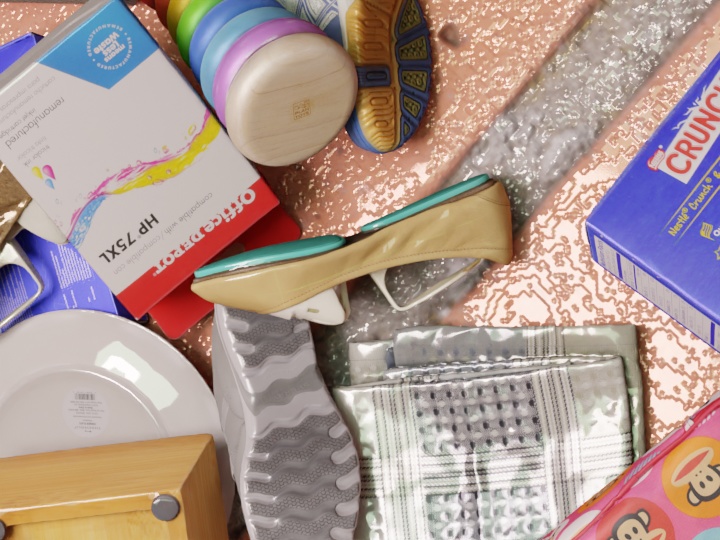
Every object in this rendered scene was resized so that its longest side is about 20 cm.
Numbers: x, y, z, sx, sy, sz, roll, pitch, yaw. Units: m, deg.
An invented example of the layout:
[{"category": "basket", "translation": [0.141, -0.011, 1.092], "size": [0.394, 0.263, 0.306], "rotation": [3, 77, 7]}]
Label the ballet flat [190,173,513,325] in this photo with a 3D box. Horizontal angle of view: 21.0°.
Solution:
[{"category": "ballet flat", "translation": [0.000, 0.000, 1.161], "size": [0.199, 0.069, 0.063], "rotation": [-18, 96, -5]}]

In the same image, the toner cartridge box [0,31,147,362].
[{"category": "toner cartridge box", "translation": [-0.216, -0.045, 1.286], "size": [0.094, 0.043, 0.201], "rotation": [-21, 81, 20]}]

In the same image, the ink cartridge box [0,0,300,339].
[{"category": "ink cartridge box", "translation": [-0.131, -0.056, 1.181], "size": [0.116, 0.067, 0.200], "rotation": [-39, 107, 0]}]

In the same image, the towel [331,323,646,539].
[{"category": "towel", "translation": [0.078, 0.131, 1.172], "size": [0.191, 0.035, 0.202], "rotation": [-5, 86, 21]}]

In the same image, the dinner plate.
[{"category": "dinner plate", "translation": [-0.177, 0.125, 1.252], "size": [0.199, 0.024, 0.202], "rotation": [3, 102, 15]}]

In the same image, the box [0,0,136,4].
[{"category": "box", "translation": [-0.245, -0.220, 1.280], "size": [0.199, 0.068, 0.083], "rotation": [3, 90, 22]}]

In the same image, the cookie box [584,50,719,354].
[{"category": "cookie box", "translation": [0.251, -0.023, 1.062], "size": [0.200, 0.075, 0.171], "rotation": [38, 81, 17]}]

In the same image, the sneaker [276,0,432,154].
[{"category": "sneaker", "translation": [-0.016, -0.165, 1.208], "size": [0.088, 0.075, 0.202], "rotation": [-16, 81, 37]}]

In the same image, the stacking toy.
[{"category": "stacking toy", "translation": [-0.082, -0.150, 1.189], "size": [0.086, 0.085, 0.200], "rotation": [-51, 47, 13]}]

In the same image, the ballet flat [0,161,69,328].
[{"category": "ballet flat", "translation": [-0.226, -0.017, 1.236], "size": [0.072, 0.068, 0.201], "rotation": [32, 98, -2]}]

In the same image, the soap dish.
[{"category": "soap dish", "translation": [-0.156, 0.210, 1.199], "size": [0.156, 0.081, 0.202], "rotation": [-7, 100, 4]}]

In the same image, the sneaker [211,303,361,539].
[{"category": "sneaker", "translation": [-0.049, 0.100, 1.201], "size": [0.074, 0.082, 0.202], "rotation": [-5, 74, -15]}]

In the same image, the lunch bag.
[{"category": "lunch bag", "translation": [0.203, 0.182, 1.090], "size": [0.200, 0.082, 0.176], "rotation": [-43, 86, 8]}]
